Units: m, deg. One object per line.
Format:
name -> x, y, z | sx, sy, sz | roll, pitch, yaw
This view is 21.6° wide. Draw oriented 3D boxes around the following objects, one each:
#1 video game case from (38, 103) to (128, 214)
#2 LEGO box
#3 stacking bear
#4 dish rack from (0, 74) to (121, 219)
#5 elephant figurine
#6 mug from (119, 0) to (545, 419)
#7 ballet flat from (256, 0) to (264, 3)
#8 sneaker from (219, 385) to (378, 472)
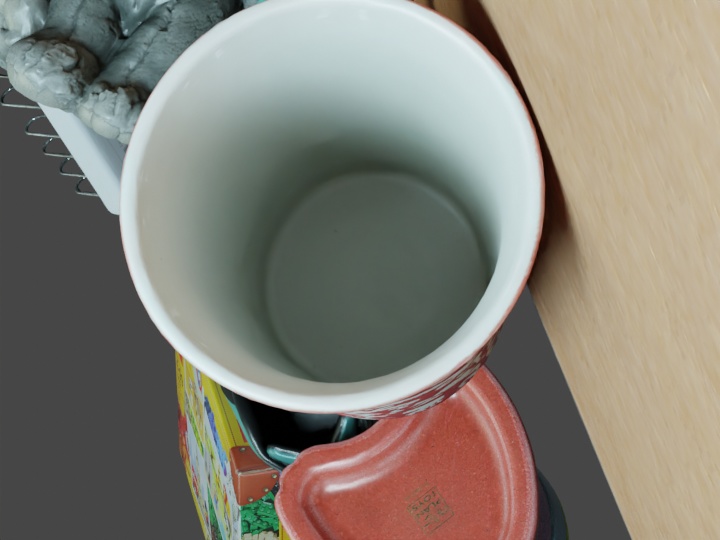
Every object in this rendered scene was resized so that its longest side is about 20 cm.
video game case -> -0.126, -0.163, 0.968 | 0.183, 0.023, 0.201 | -61, -44, -34
LEGO box -> -0.058, 0.112, 1.155 | 0.201, 0.076, 0.150 | -116, 22, -53
stacking bear -> 0.054, 0.141, 0.949 | 0.114, 0.121, 0.200 | 53, 179, 26
dish rack -> -0.136, -0.115, 1.022 | 0.200, 0.054, 0.154 | 53, -129, -42
elephant figurine -> -0.077, -0.160, 0.865 | 0.141, 0.202, 0.155 | 20, -170, -35
mug -> 0.011, -0.026, 0.683 | 0.133, 0.179, 0.200 | 31, 175, 9
ballet flat -> 0.001, -0.069, 0.895 | 0.071, 0.069, 0.200 | 48, 174, 21
sneaker -> -0.019, 0.085, 0.958 | 0.200, 0.071, 0.080 | 50, -171, -37
